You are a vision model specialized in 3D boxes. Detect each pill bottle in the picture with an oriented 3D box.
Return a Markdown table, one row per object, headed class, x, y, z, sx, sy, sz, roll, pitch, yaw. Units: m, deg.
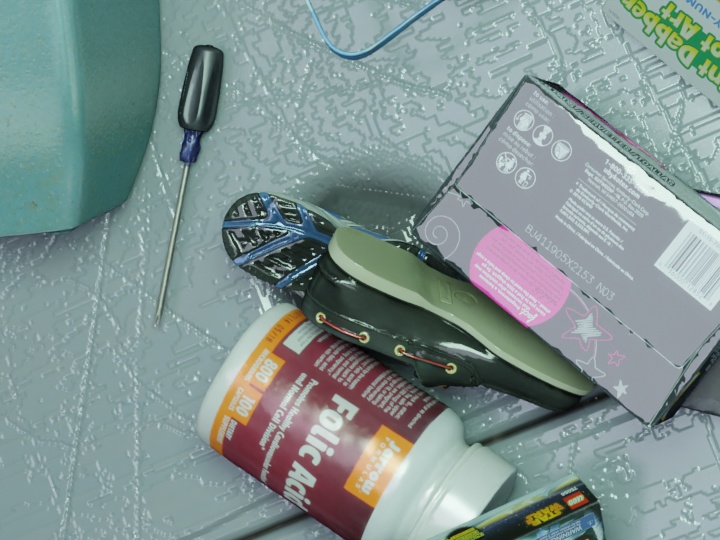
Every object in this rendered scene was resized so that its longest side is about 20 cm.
| class | x | y | z | sx | sy | sz | roll | pitch | yaw |
| --- | --- | --- | --- | --- | --- | --- | --- | --- | --- |
| pill bottle | -0.001 | 0.120 | 1.636 | 0.199 | 0.114 | 0.115 | 33 | 100 | 13 |

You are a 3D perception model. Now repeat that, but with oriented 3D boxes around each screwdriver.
| class | x | y | z | sx | sy | sz | roll | pitch | yaw |
| --- | --- | --- | --- | --- | --- | --- | --- | --- | --- |
| screwdriver | -0.128 | -0.061 | 1.712 | 0.029 | 0.028 | 0.201 | 21 | 100 | 45 |

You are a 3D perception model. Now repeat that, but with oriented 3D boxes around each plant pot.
| class | x | y | z | sx | sy | sz | roll | pitch | yaw |
| --- | --- | --- | --- | --- | --- | --- | --- | --- | --- |
| plant pot | -0.243 | -0.127 | 1.664 | 0.195 | 0.196 | 0.201 | -7 | 100 | 16 |

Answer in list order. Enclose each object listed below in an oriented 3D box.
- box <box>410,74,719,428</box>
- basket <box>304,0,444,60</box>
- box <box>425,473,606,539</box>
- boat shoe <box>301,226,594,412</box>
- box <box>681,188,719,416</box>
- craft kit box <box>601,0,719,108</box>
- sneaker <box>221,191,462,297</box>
| class | x | y | z | sx | sy | sz | roll | pitch | yaw |
| --- | --- | --- | --- | --- | --- | --- | --- | --- | --- |
| box | 0.156 | -0.015 | 1.553 | 0.200 | 0.115 | 0.132 | 39 | 100 | 10 |
| basket | 0.027 | -0.259 | 1.601 | 0.199 | 0.139 | 0.177 | -32 | 84 | 5 |
| box | 0.071 | 0.232 | 1.579 | 0.199 | 0.040 | 0.138 | -23 | 125 | -14 |
| boat shoe | 0.058 | 0.043 | 1.596 | 0.200 | 0.074 | 0.063 | 26 | 114 | -7 |
| box | 0.195 | 0.013 | 1.619 | 0.199 | 0.036 | 0.144 | 13 | 95 | 17 |
| craft kit box | 0.279 | -0.181 | 1.539 | 0.200 | 0.048 | 0.198 | 40 | 135 | 11 |
| sneaker | 0.000 | 0.000 | 1.658 | 0.199 | 0.077 | 0.076 | 31 | 97 | -6 |
